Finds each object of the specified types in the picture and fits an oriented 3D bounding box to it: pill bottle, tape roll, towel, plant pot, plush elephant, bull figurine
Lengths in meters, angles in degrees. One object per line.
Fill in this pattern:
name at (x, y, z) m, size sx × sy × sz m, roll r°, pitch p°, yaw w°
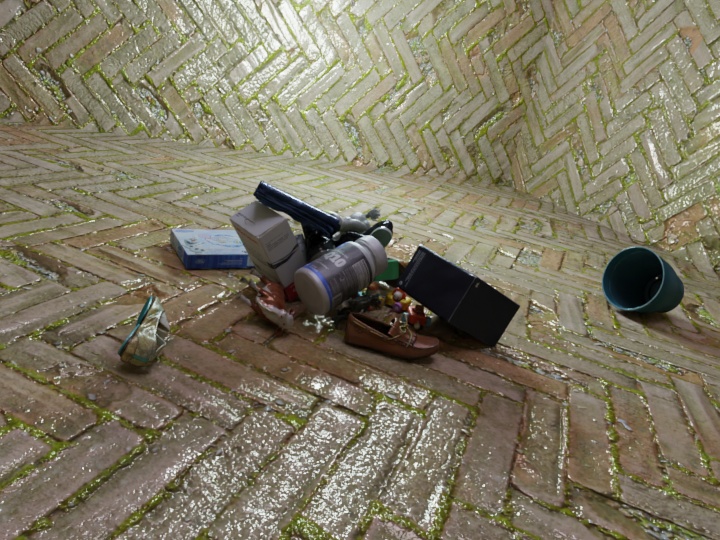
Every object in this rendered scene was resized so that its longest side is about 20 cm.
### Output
pill bottle at (-0.040, 0.005, 1.225) m, size 0.199 × 0.115 × 0.113 m, roll -32°, pitch 42°, yaw -32°
tape roll at (0.000, 0.000, 1.414) m, size 0.198 × 0.049 × 0.200 m, roll -3°, pitch 2°, yaw 0°
towel at (-0.149, -0.141, 1.252) m, size 0.199 × 0.049 × 0.112 m, roll 25°, pitch 6°, yaw -13°
plant pot at (0.899, 0.048, 1.715) m, size 0.187 × 0.201 × 0.200 m, roll 18°, pitch 13°, yaw -31°
plush elephant at (0.004, -0.082, 1.627) m, size 0.199 × 0.165 × 0.156 m, roll -27°, pitch 70°, yaw -7°
bull figurine at (-0.201, 0.063, 1.172) m, size 0.121 × 0.065 × 0.200 m, roll 41°, pitch 3°, yaw -18°

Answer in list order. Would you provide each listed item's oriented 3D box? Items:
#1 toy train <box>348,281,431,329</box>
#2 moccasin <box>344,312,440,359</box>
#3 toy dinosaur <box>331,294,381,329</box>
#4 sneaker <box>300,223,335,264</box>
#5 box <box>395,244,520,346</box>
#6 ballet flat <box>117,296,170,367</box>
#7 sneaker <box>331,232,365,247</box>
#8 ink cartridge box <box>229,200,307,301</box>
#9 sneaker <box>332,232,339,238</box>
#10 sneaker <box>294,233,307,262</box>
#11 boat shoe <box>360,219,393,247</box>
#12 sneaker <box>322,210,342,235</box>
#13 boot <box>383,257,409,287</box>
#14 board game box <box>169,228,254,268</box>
toy train at (0.074, 0.077, 1.332) m, size 0.198 × 0.056 × 0.150 m, roll 11°, pitch 19°, yaw -3°
moccasin at (0.068, 0.131, 1.143) m, size 0.200 × 0.078 × 0.074 m, roll 15°, pitch 19°, yaw 10°
toy dinosaur at (-0.021, 0.085, 1.209) m, size 0.048 × 0.088 × 0.200 m, roll 57°, pitch 21°, yaw 11°
sneaker at (-0.114, -0.077, 1.326) m, size 0.074 × 0.107 × 0.200 m, roll -26°, pitch 7°, yaw 2°
box at (0.224, 0.059, 1.276) m, size 0.199 × 0.124 × 0.198 m, roll 28°, pitch 4°, yaw -40°
ballet flat at (-0.375, 0.111, 0.978) m, size 0.070 × 0.071 × 0.200 m, roll 7°, pitch 19°, yaw -11°
sneaker at (-0.025, -0.060, 1.441) m, size 0.090 × 0.077 × 0.199 m, roll -1°, pitch 1°, yaw -44°
ink cartridge box at (-0.206, -0.047, 1.284) m, size 0.084 × 0.201 × 0.144 m, roll -39°, pitch 42°, yaw -19°
sneaker at (-0.080, -0.110, 1.776) m, size 0.198 × 0.071 × 0.094 m, roll 3°, pitch 39°, yaw -29°
sneaker at (-0.155, -0.028, 1.428) m, size 0.074 × 0.088 × 0.200 m, roll -27°, pitch -11°, yaw -1°
boat shoe at (0.020, -0.067, 1.520) m, size 0.076 × 0.199 × 0.061 m, roll 45°, pitch 36°, yaw -18°
sneaker at (-0.089, -0.131, 1.465) m, size 0.076 × 0.076 × 0.200 m, roll -30°, pitch 11°, yaw -22°
boot at (0.132, -0.001, 1.568) m, size 0.199 × 0.074 × 0.155 m, roll 24°, pitch 20°, yaw 1°
board game box at (-0.387, -0.060, 1.465) m, size 0.198 × 0.044 × 0.199 m, roll -1°, pitch 23°, yaw -31°
